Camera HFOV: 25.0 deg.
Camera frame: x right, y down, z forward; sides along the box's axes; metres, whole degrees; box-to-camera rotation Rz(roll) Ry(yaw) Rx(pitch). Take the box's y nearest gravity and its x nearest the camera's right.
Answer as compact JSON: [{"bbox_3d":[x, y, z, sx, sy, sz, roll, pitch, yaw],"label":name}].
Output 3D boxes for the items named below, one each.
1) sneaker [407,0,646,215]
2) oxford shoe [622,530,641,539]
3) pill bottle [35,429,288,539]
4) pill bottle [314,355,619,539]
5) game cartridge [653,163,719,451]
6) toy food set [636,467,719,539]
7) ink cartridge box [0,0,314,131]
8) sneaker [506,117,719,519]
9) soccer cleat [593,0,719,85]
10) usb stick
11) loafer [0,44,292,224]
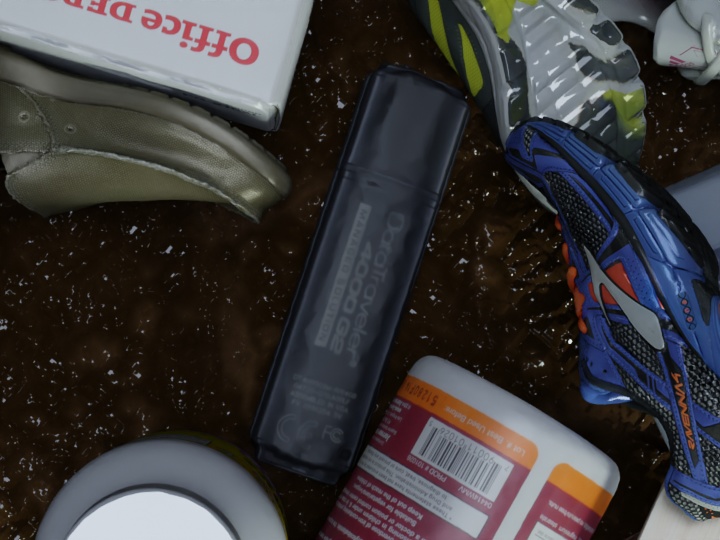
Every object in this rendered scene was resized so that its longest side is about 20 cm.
[{"bbox_3d":[0.071,-0.118,0.771,0.074,0.085,0.201,-30,109,-9],"label":"sneaker"},{"bbox_3d":[0.179,0.208,0.755,0.073,0.071,0.200,-43,89,-9],"label":"oxford shoe"},{"bbox_3d":[-0.080,0.122,0.680,0.103,0.200,0.106,0,87,-3],"label":"pill bottle"},{"bbox_3d":[0.025,0.150,0.729,0.109,0.110,0.201,30,85,-1],"label":"pill bottle"},{"bbox_3d":[0.198,0.045,0.748,0.132,0.041,0.202,-23,97,22],"label":"game cartridge"},{"bbox_3d":[0.179,0.162,0.707,0.142,0.060,0.202,25,85,12],"label":"toy food set"},{"bbox_3d":[-0.080,-0.182,0.758,0.143,0.084,0.202,16,85,-2],"label":"ink cartridge box"},{"bbox_3d":[0.114,0.017,0.680,0.078,0.075,0.201,-40,61,14],"label":"sneaker"},{"bbox_3d":[0.186,-0.103,0.733,0.086,0.070,0.199,-33,44,-24],"label":"soccer cleat"},{"bbox_3d":[0.000,0.000,0.777,0.055,0.033,0.202,19,85,-9],"label":"usb stick"},{"bbox_3d":[-0.129,-0.054,0.756,0.198,0.076,0.068,18,86,8],"label":"loafer"}]
